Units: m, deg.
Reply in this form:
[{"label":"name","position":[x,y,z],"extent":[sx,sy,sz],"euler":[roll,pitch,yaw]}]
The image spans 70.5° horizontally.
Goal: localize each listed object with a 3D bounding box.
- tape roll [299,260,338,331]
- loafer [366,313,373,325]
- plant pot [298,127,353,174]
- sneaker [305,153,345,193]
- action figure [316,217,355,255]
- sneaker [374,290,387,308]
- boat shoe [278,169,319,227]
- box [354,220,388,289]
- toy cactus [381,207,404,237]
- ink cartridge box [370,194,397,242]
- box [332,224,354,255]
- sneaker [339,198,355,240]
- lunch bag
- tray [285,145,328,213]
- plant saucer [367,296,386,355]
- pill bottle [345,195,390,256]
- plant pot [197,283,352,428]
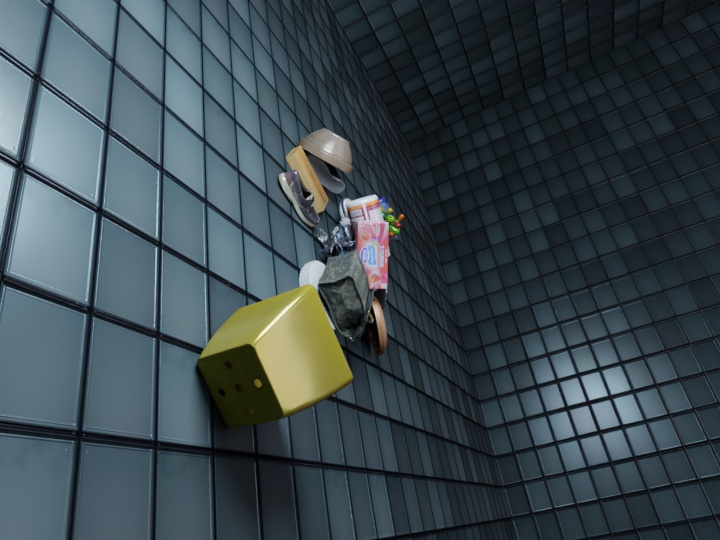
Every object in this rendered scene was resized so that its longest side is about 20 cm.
[{"label":"tape roll","position":[-0.105,0.073,1.417],"extent":[0.203,0.037,0.204],"euler":[56,22,-36]},{"label":"loafer","position":[-0.019,0.084,1.577],"extent":[0.073,0.072,0.201],"euler":[-44,113,-41]},{"label":"plant pot","position":[-0.100,-0.409,1.700],"extent":[0.199,0.093,0.201],"euler":[29,9,-5]},{"label":"sneaker","position":[-0.138,-0.348,1.753],"extent":[0.200,0.071,0.100],"euler":[35,19,-44]},{"label":"action figure","position":[-0.074,-0.101,1.577],"extent":[0.200,0.118,0.103],"euler":[-63,133,-83]},{"label":"sneaker","position":[0.071,0.061,1.900],"extent":[0.088,0.073,0.202],"euler":[40,34,-54]},{"label":"boat shoe","position":[-0.166,-0.211,1.498],"extent":[0.072,0.064,0.201],"euler":[-92,156,-49]},{"label":"box","position":[0.032,-0.050,1.555],"extent":[0.103,0.093,0.203],"euler":[-120,-150,-79]},{"label":"toy cactus","position":[0.075,-0.187,1.759],"extent":[0.164,0.103,0.200],"euler":[37,6,-3]},{"label":"ink cartridge box","position":[0.057,-0.201,2.041],"extent":[0.076,0.135,0.202],"euler":[46,28,-62]},{"label":"box","position":[-0.027,-0.062,1.800],"extent":[0.200,0.037,0.138],"euler":[39,34,-59]},{"label":"sneaker","position":[0.002,-0.167,1.754],"extent":[0.077,0.085,0.201],"euler":[-32,92,-33]},{"label":"lunch bag","position":[-0.025,0.073,1.414],"extent":[0.164,0.116,0.202],"euler":[-74,146,-62]},{"label":"tray","position":[-0.167,-0.292,1.635],"extent":[0.099,0.037,0.201],"euler":[-76,143,-60]},{"label":"plant saucer","position":[0.050,0.170,1.637],"extent":[0.200,0.032,0.203],"euler":[170,-90,-81]},{"label":"pill bottle","position":[0.028,-0.135,1.656],"extent":[0.110,0.108,0.202],"euler":[-48,124,-70]},{"label":"plant pot","position":[-0.163,0.167,0.907],"extent":[0.176,0.198,0.202],"euler":[-36,105,-61]}]
